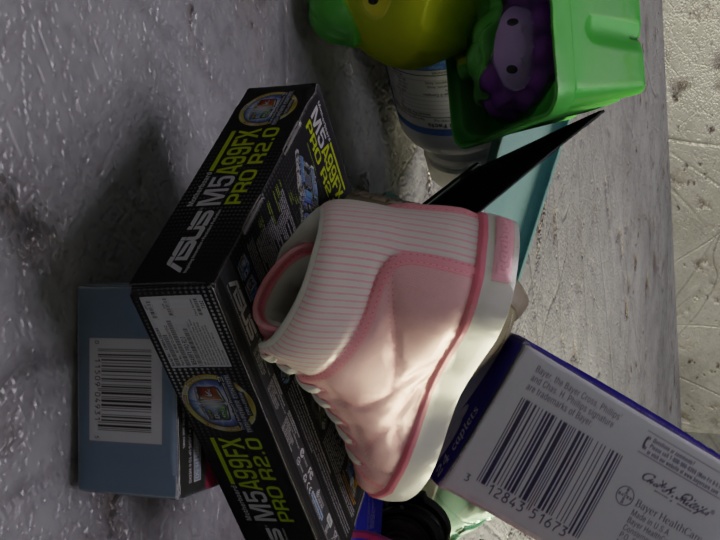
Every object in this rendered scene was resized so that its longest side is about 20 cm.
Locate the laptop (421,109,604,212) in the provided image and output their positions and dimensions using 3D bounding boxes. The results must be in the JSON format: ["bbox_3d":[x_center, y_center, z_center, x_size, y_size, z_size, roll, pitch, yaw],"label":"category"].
[{"bbox_3d":[0.077,0.000,0.827,0.187,0.115,0.202,-37,134,-38],"label":"laptop"}]

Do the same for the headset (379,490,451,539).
[{"bbox_3d":[0.021,0.207,0.909,0.123,0.093,0.203,-16,123,-79],"label":"headset"}]

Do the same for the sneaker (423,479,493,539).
[{"bbox_3d":[0.109,0.212,1.001,0.074,0.117,0.202,-51,160,-39],"label":"sneaker"}]

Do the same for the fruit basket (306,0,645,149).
[{"bbox_3d":[0.073,-0.189,0.774,0.213,0.155,0.219,3,84,-25],"label":"fruit basket"}]

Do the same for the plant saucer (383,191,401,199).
[{"bbox_3d":[0.000,0.000,0.887,0.200,0.019,0.071,-45,134,-62],"label":"plant saucer"}]

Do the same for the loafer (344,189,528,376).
[{"bbox_3d":[0.043,0.014,0.637,0.200,0.075,0.069,36,71,-59],"label":"loafer"}]

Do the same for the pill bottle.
[{"bbox_3d":[0.076,-0.166,0.942,0.201,0.111,0.113,72,29,-42],"label":"pill bottle"}]

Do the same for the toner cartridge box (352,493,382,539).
[{"bbox_3d":[-0.022,0.225,0.812,0.095,0.043,0.203,19,74,-67],"label":"toner cartridge box"}]

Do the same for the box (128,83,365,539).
[{"bbox_3d":[-0.035,0.033,0.595,0.161,0.044,0.202,-69,150,-47],"label":"box"}]

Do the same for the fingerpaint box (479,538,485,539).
[{"bbox_3d":[0.118,0.294,0.859,0.168,0.073,0.200,-66,-173,-15],"label":"fingerpaint box"}]

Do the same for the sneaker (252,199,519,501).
[{"bbox_3d":[-0.003,0.037,0.541,0.201,0.103,0.076,108,-12,-52],"label":"sneaker"}]

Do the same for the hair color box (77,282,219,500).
[{"bbox_3d":[-0.074,0.055,0.637,0.200,0.060,0.101,-3,93,-69],"label":"hair color box"}]

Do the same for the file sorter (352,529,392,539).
[{"bbox_3d":[-0.006,0.268,0.666,0.124,0.138,0.203,-7,100,-37],"label":"file sorter"}]

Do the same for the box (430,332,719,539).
[{"bbox_3d":[0.133,0.120,0.787,0.106,0.183,0.200,-60,-171,-1],"label":"box"}]

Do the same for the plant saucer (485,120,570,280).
[{"bbox_3d":[0.124,-0.067,0.947,0.069,0.019,0.202,-9,125,-33],"label":"plant saucer"}]
